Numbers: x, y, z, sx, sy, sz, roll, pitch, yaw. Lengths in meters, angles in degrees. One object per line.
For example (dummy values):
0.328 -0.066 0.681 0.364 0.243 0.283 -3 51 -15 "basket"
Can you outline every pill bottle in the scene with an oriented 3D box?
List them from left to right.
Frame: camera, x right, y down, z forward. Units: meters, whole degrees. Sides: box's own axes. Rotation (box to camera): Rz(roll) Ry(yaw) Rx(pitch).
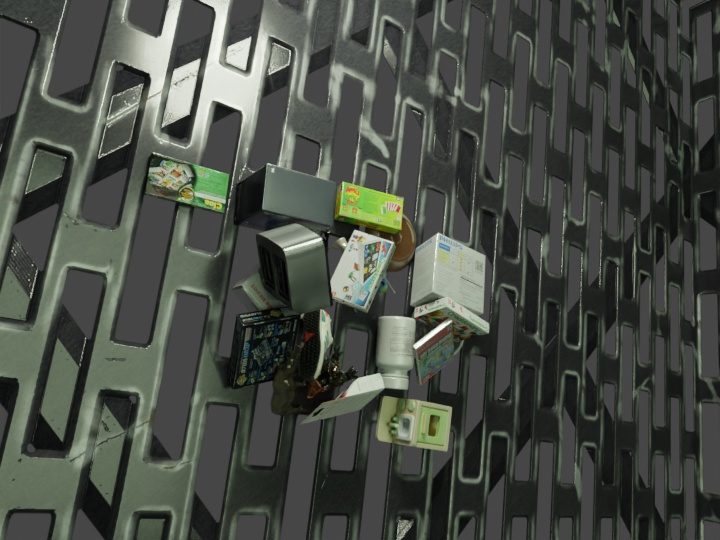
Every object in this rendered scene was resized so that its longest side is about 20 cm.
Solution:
0.100 0.240 1.672 0.113 0.114 0.204 11 77 -32 "pill bottle"

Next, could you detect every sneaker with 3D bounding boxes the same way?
-0.102 0.192 1.473 0.093 0.069 0.203 38 43 -46 "sneaker"

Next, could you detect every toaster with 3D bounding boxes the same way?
-0.154 -0.013 1.363 0.117 0.180 0.204 -18 116 -29 "toaster"

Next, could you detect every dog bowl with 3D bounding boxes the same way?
0.249 0.187 1.815 0.197 0.058 0.204 6 79 -33 "dog bowl"

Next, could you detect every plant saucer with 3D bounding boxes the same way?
0.103 -0.099 1.771 0.198 0.036 0.205 6 79 -34 "plant saucer"

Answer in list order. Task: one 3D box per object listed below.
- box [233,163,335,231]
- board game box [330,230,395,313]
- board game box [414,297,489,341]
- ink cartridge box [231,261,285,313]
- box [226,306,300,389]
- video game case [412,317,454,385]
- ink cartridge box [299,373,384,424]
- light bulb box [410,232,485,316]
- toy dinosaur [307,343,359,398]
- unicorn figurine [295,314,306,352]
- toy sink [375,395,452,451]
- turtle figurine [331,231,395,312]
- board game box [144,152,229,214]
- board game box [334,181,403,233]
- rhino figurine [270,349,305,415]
-0.197 -0.171 1.480 0.197 0.197 0.126 10 77 -31 "box"
0.000 0.000 1.548 0.202 0.124 0.035 -65 157 -16 "board game box"
0.271 0.148 1.705 0.199 0.125 0.035 30 53 -32 "board game box"
-0.214 0.034 1.506 0.146 0.087 0.200 51 58 -16 "ink cartridge box"
-0.240 0.191 1.424 0.157 0.046 0.203 -8 125 -34 "box"
0.216 0.241 1.687 0.142 0.017 0.202 -34 142 -18 "video game case"
-0.054 0.341 1.525 0.197 0.161 0.051 -3 59 -34 "ink cartridge box"
0.269 0.029 1.757 0.196 0.124 0.203 23 59 -23 "light bulb box"
-0.085 0.280 1.512 0.102 0.135 0.201 43 30 -21 "toy dinosaur"
-0.137 0.127 1.563 0.136 0.073 0.204 -28 113 -43 "unicorn figurine"
0.159 0.448 1.683 0.198 0.111 0.133 19 72 -30 "toy sink"
-0.002 0.003 1.663 0.143 0.200 0.196 -31 76 -5 "turtle figurine"
-0.430 -0.215 1.435 0.197 0.023 0.107 14 74 -31 "board game box"
0.026 -0.182 1.697 0.197 0.048 0.104 12 72 -20 "board game box"
-0.187 0.286 1.461 0.086 0.060 0.203 -14 125 -36 "rhino figurine"
